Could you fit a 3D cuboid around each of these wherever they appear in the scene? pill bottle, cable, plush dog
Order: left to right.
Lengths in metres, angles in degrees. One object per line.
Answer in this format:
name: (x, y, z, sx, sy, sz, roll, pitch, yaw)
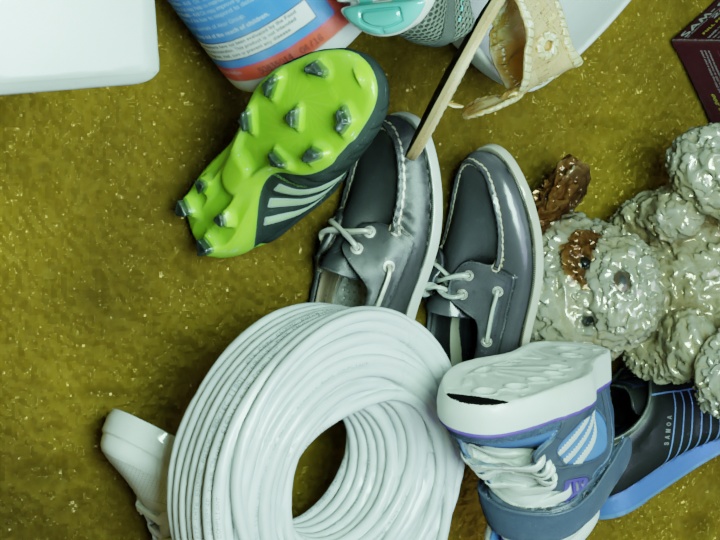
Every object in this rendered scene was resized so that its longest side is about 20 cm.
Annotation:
pill bottle: (-0.081, -0.206, 0.918, 0.112, 0.112, 0.200, -47, 120, -15)
cable: (-0.020, 0.116, 0.971, 0.200, 0.069, 0.200, 21, 87, -44)
plush dog: (0.182, 0.009, 1.126, 0.172, 0.160, 0.200, -2, 84, -13)

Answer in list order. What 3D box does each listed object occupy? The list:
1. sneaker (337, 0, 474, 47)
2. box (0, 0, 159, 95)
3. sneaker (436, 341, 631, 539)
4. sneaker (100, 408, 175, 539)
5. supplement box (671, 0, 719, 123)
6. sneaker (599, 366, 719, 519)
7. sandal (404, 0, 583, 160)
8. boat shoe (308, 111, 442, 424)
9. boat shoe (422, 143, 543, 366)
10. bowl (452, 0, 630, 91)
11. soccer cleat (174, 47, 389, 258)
sneaker: (0.026, -0.212, 0.922, 0.091, 0.077, 0.200, 23, 64, -56)
box: (-0.226, -0.170, 0.788, 0.199, 0.200, 0.172, -9, 102, -30)
sneaker: (0.101, 0.126, 0.995, 0.200, 0.080, 0.147, -14, 109, -65)
sneaker: (-0.104, 0.178, 1.007, 0.200, 0.074, 0.116, 44, 74, -31)
supplement box: (0.315, -0.125, 1.120, 0.061, 0.200, 0.109, -42, 118, -22)
sneaker: (0.223, 0.095, 1.187, 0.200, 0.070, 0.078, -33, 116, -25)
sandal: (0.103, -0.145, 0.966, 0.070, 0.078, 0.212, 26, 80, -4)
boat shoe: (0.000, 0.000, 1.036, 0.060, 0.074, 0.200, 0, 108, -36)
boat shoe: (0.072, 0.019, 1.081, 0.063, 0.073, 0.200, -11, 110, -32)
bowl: (0.093, -0.236, 1.040, 0.200, 0.075, 0.200, -48, 119, -14)
soccer cleat: (-0.033, -0.069, 0.944, 0.081, 0.200, 0.068, -18, 77, -39)
